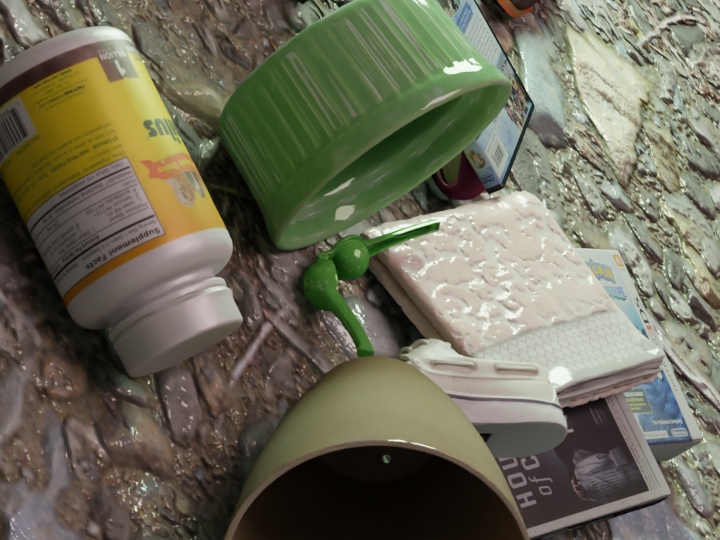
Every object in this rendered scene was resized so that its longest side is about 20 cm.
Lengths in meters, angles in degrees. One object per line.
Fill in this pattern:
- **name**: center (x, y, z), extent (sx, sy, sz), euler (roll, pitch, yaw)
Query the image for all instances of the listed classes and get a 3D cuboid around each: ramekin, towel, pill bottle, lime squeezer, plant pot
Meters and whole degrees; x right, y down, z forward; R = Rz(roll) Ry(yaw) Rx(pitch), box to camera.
- **ramekin**: center (-0.003, -0.111, 1.714), extent (0.098, 0.200, 0.200), euler (56, 28, 10)
- **towel**: center (0.117, 0.024, 1.848), extent (0.200, 0.032, 0.191), euler (-14, 57, -47)
- **pill bottle**: center (-0.149, -0.040, 1.495), extent (0.109, 0.109, 0.200), euler (-13, 74, -60)
- **lime squeezer**: center (0.000, 0.000, 1.737), extent (0.200, 0.070, 0.038), euler (-60, 145, -59)
- **plant pot**: center (0.010, 0.140, 1.530), extent (0.187, 0.187, 0.200), euler (48, 17, -19)

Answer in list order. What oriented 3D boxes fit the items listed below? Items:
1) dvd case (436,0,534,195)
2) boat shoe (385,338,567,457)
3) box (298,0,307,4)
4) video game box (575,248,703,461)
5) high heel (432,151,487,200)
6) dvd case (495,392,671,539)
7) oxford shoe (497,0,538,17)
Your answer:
- **dvd case**: center (0.074, -0.176, 1.938), extent (0.200, 0.018, 0.143), euler (58, 28, -21)
- **boat shoe**: center (0.049, 0.083, 1.686), extent (0.200, 0.071, 0.070), euler (4, 55, -25)
- **box**: center (-0.046, -0.341, 1.909), extent (0.200, 0.148, 0.124), euler (47, 30, -22)
- **video game box**: center (0.185, 0.069, 1.988), extent (0.200, 0.047, 0.182), euler (1, 59, -57)
- **high heel**: center (0.058, -0.152, 1.980), extent (0.096, 0.067, 0.200), euler (-5, 80, -70)
- **dvd case**: center (0.133, 0.123, 1.825), extent (0.200, 0.025, 0.151), euler (-10, 70, -45)
- **oxford shoe**: center (0.165, -0.294, 2.279), extent (0.071, 0.072, 0.200), euler (53, 29, -11)
